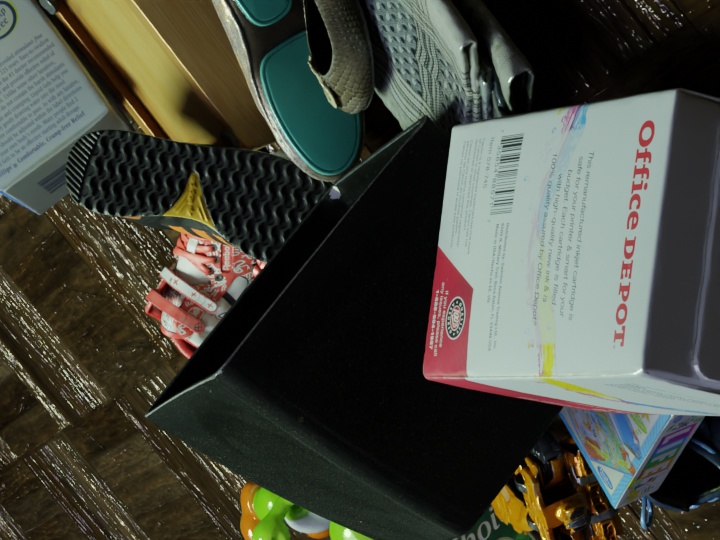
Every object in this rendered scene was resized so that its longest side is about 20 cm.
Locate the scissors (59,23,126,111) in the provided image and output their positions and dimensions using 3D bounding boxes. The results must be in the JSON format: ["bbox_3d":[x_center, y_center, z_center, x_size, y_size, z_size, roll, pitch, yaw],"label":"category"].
[{"bbox_3d":[-0.237,-0.197,1.892,0.200,0.014,0.073,45,157,13],"label":"scissors"}]

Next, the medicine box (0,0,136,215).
[{"bbox_3d":[-0.265,-0.155,1.784,0.200,0.103,0.182,53,179,4],"label":"medicine box"}]

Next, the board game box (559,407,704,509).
[{"bbox_3d":[0.133,0.028,1.482,0.200,0.034,0.135,60,158,21],"label":"board game box"}]

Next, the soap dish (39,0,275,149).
[{"bbox_3d":[-0.125,-0.158,1.672,0.200,0.081,0.157,52,156,-11],"label":"soap dish"}]

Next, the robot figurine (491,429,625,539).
[{"bbox_3d":[0.115,0.126,1.631,0.200,0.058,0.145,-139,28,-65],"label":"robot figurine"}]

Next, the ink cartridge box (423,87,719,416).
[{"bbox_3d":[0.150,-0.003,1.284,0.144,0.146,0.200,12,172,-30],"label":"ink cartridge box"}]

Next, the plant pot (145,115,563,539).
[{"bbox_3d":[0.018,0.056,1.465,0.177,0.200,0.200,40,161,-6],"label":"plant pot"}]

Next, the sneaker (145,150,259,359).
[{"bbox_3d":[-0.112,-0.013,1.830,0.067,0.108,0.202,34,152,30],"label":"sneaker"}]

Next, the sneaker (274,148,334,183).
[{"bbox_3d":[0.000,0.000,1.694,0.200,0.075,0.088,51,161,-2],"label":"sneaker"}]

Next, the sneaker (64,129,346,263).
[{"bbox_3d":[-0.092,-0.051,1.632,0.200,0.070,0.090,14,-176,4],"label":"sneaker"}]

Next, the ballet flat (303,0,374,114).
[{"bbox_3d":[-0.027,-0.166,1.462,0.067,0.046,0.200,56,165,36],"label":"ballet flat"}]

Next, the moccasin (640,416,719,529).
[{"bbox_3d":[0.195,0.114,1.544,0.081,0.068,0.200,49,156,0],"label":"moccasin"}]

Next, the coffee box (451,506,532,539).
[{"bbox_3d":[0.084,0.198,1.795,0.044,0.123,0.200,15,138,53],"label":"coffee box"}]

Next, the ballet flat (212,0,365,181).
[{"bbox_3d":[-0.055,-0.152,1.580,0.200,0.068,0.067,67,168,-10],"label":"ballet flat"}]

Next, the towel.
[{"bbox_3d":[0.036,-0.123,1.446,0.200,0.034,0.193,55,161,29],"label":"towel"}]

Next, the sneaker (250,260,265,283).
[{"bbox_3d":[-0.022,0.058,1.822,0.082,0.078,0.200,26,149,36],"label":"sneaker"}]

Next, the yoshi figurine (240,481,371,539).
[{"bbox_3d":[-0.024,0.202,2.020,0.112,0.113,0.200,36,156,-12],"label":"yoshi figurine"}]
